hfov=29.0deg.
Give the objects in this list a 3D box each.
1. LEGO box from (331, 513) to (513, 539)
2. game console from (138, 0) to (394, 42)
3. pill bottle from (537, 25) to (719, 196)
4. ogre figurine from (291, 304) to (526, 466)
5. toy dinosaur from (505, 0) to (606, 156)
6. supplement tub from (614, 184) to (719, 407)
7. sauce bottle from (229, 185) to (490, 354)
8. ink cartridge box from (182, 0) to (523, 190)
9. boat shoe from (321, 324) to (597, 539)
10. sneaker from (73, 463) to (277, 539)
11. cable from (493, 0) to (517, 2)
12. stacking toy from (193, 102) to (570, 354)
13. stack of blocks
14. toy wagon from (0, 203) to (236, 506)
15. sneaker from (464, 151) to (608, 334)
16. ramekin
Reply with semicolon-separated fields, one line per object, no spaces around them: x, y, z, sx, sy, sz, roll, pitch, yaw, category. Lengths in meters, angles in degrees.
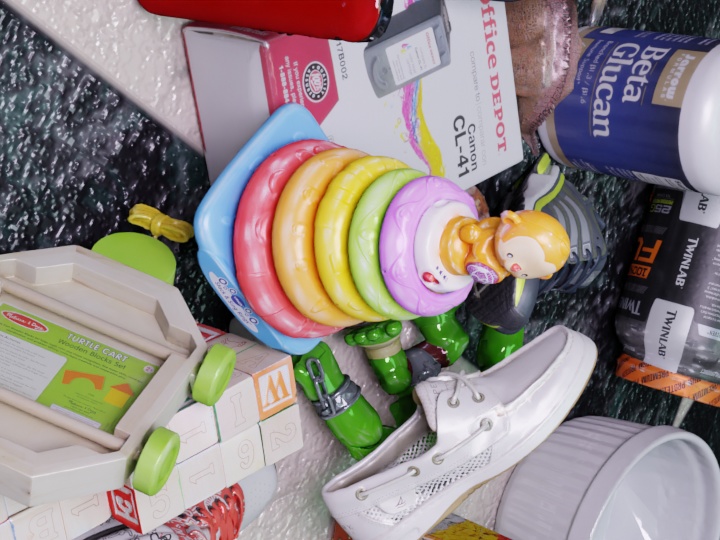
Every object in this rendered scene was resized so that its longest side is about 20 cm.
0.045;0.278;0.977;0.077;0.149;0.200;-2;104;-45;LEGO box
-0.016;-0.212;0.733;0.119;0.200;0.173;-7;107;-42;game console
0.236;-0.115;1.012;0.111;0.200;0.111;-15;112;-42;pill bottle
0.050;0.077;0.968;0.200;0.098;0.120;-29;104;-53;ogre figurine
0.121;-0.162;0.932;0.086;0.135;0.200;-20;116;-40;toy dinosaur
0.284;0.005;1.153;0.122;0.122;0.200;17;90;-46;supplement tub
0.000;0.000;0.913;0.200;0.066;0.066;-31;122;-32;sauce bottle
0.001;-0.106;0.866;0.200;0.086;0.148;-28;119;-34;ink cartridge box
0.061;0.097;0.882;0.200;0.071;0.069;-42;106;-2;boat shoe
-0.102;0.164;0.826;0.201;0.108;0.067;-12;110;-42;sneaker
0.076;-0.223;0.853;0.200;0.163;0.051;-30;158;-23;cable
0.022;-0.014;0.705;0.110;0.200;0.116;-55;129;-27;stacking toy
-0.144;0.095;0.759;0.200;0.115;0.059;-24;118;-37;stack of blocks
-0.144;0.036;0.719;0.200;0.155;0.040;-58;168;-51;toy wagon
0.130;-0.013;0.962;0.074;0.081;0.200;-54;-177;35;sneaker
0.199;0.213;1.143;0.200;0.105;0.201;-16;114;-41;ramekin
